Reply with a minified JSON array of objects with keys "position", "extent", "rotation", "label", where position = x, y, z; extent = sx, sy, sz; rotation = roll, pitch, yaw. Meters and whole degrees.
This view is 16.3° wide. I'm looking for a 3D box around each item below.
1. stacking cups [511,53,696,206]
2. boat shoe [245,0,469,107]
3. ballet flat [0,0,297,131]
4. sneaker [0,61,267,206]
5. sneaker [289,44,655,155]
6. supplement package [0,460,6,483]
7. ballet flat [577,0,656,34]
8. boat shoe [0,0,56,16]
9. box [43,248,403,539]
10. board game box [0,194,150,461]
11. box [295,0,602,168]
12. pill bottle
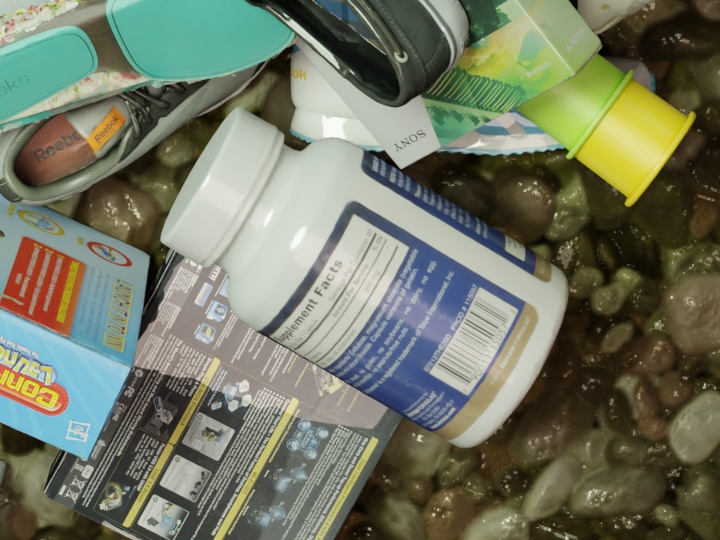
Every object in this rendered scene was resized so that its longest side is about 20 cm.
[{"position":[0.076,-0.112,1.302],"extent":[0.200,0.061,0.061],"rotation":[35,102,3],"label":"stacking cups"},{"position":[-0.038,-0.154,1.210],"extent":[0.200,0.057,0.069],"rotation":[36,142,4],"label":"boat shoe"},{"position":[-0.127,-0.126,1.284],"extent":[0.199,0.064,0.076],"rotation":[-12,123,7],"label":"ballet flat"},{"position":[-0.115,-0.097,1.346],"extent":[0.200,0.079,0.074],"rotation":[-38,105,6],"label":"sneaker"},{"position":[0.062,-0.109,1.353],"extent":[0.199,0.077,0.081],"rotation":[-1,105,-4],"label":"sneaker"},{"position":[-0.312,0.130,1.379],"extent":[0.199,0.117,0.118],"rotation":[27,103,-10],"label":"supplement package"},{"position":[0.101,-0.166,1.322],"extent":[0.199,0.068,0.076],"rotation":[15,100,16],"label":"ballet flat"},{"position":[-0.131,-0.181,1.328],"extent":[0.201,0.065,0.075],"rotation":[-23,105,4],"label":"boat shoe"},{"position":[-0.063,0.072,1.411],"extent":[0.161,0.049,0.201],"rotation":[27,102,-8],"label":"box"},{"position":[-0.212,0.003,1.306],"extent":[0.195,0.200,0.056],"rotation":[25,104,-9],"label":"board game box"},{"position":[0.008,-0.154,1.246],"extent":[0.200,0.036,0.144],"rotation":[48,141,-13],"label":"box"},{"position":[0.000,0.000,1.318],"extent":[0.199,0.111,0.111],"rotation":[31,102,-10],"label":"pill bottle"}]
